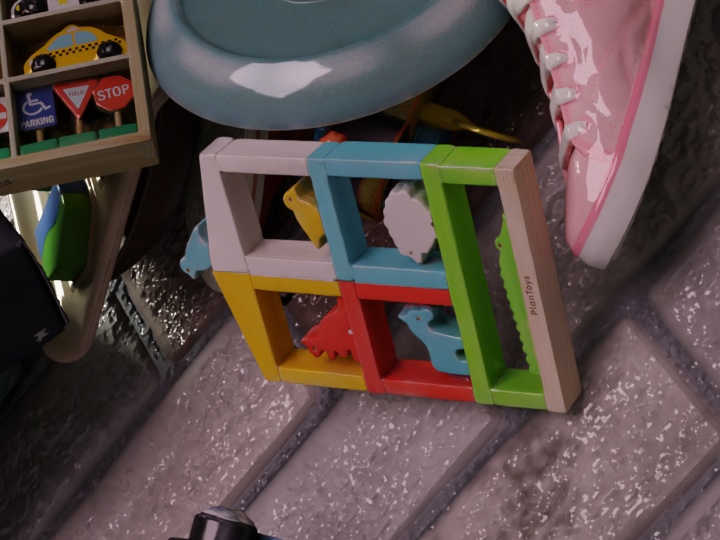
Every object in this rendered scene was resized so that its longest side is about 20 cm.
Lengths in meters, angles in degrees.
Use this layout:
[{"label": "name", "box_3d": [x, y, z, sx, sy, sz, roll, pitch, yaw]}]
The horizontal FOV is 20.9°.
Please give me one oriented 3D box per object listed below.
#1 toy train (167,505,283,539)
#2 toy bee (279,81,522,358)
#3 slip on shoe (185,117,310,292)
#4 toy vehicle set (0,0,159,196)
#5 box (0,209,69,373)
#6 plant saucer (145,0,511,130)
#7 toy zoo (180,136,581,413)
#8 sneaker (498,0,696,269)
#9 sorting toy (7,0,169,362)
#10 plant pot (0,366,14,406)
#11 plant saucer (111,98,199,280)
[{"label": "toy train", "box_3d": [-0.071, 0.215, 0.926, 0.087, 0.114, 0.200, 7, 79, 41]}, {"label": "toy bee", "box_3d": [0.014, -0.065, 0.964, 0.131, 0.109, 0.200, -2, 76, 3]}, {"label": "slip on shoe", "box_3d": [-0.050, -0.084, 1.070, 0.074, 0.061, 0.200, 22, 102, 57]}, {"label": "toy vehicle set", "box_3d": [-0.207, -0.093, 0.983, 0.200, 0.027, 0.124, -12, 64, 0]}, {"label": "box", "box_3d": [-0.298, -0.006, 1.035, 0.200, 0.124, 0.197, -35, 69, -11]}, {"label": "plant saucer", "box_3d": [-0.016, -0.147, 0.975, 0.200, 0.027, 0.200, -10, 45, 10]}, {"label": "toy zoo", "box_3d": [0.000, 0.000, 0.924, 0.200, 0.131, 0.020, 4, 33, 32]}, {"label": "sneaker", "box_3d": [0.097, -0.103, 0.897, 0.105, 0.075, 0.200, 15, 74, 4]}, {"label": "sorting toy", "box_3d": [-0.160, -0.078, 1.099, 0.200, 0.036, 0.185, -65, 31, 32]}, {"label": "plant pot", "box_3d": [-0.299, 0.077, 1.158, 0.200, 0.200, 0.196, 7, 70, 45]}, {"label": "plant saucer", "box_3d": [-0.135, -0.085, 1.131, 0.200, 0.037, 0.201, -30, 56, 59]}]
